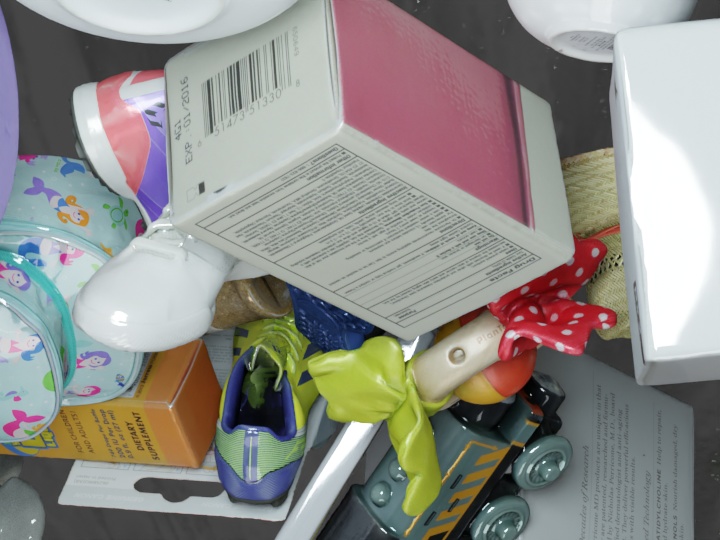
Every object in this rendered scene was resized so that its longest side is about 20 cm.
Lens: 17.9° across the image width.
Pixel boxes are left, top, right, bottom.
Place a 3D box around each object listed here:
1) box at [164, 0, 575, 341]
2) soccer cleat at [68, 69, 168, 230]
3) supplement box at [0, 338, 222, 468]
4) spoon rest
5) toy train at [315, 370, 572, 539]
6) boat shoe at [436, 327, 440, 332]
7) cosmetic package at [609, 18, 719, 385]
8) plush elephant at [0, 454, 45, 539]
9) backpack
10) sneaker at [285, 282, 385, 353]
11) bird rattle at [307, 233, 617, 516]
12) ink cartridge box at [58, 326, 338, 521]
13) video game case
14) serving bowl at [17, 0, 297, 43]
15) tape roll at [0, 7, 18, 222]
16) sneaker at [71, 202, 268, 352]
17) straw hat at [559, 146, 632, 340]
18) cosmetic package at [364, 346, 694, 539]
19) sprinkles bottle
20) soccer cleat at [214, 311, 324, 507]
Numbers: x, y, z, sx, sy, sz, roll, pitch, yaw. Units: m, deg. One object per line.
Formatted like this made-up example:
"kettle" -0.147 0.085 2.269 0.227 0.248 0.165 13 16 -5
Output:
"box" 0.005 -0.060 1.256 0.127 0.110 0.199 -27 144 32
"soccer cleat" -0.104 -0.060 1.355 0.073 0.069 0.200 -17 154 11
"supplement box" -0.195 0.084 1.521 0.199 0.069 0.067 3 136 23
"spoon rest" 0.139 -0.150 1.136 0.099 0.061 0.200 11 169 -15
"toy train" 0.057 0.147 1.541 0.114 0.085 0.201 17 115 -44
"boat shoe" 0.078 0.028 1.521 0.071 0.068 0.200 -2 156 10
"cosmetic package" 0.232 -0.036 1.166 0.198 0.166 0.165 -5 172 5
"plush elephant" -0.340 0.178 1.811 0.164 0.156 0.200 16 154 -27
"backpack" -0.229 0.015 1.426 0.198 0.151 0.178 -2 133 0
"sneaker" 0.000 0.000 1.438 0.070 0.078 0.200 36 166 4
"bird rattle" 0.071 0.042 1.394 0.200 0.113 0.163 -43 172 13
"ink cartridge box" -0.101 0.108 1.564 0.161 0.201 0.057 2 134 13
"video game case" -0.009 0.126 1.552 0.023 0.201 0.182 32 178 3
"serving bowl" -0.105 -0.163 1.108 0.198 0.066 0.200 2 156 1
"tape roll" -0.254 -0.090 1.125 0.084 0.201 0.200 -6 155 22
"sneaker" -0.093 -0.026 1.283 0.075 0.200 0.089 22 122 20
"straw hat" 0.181 0.003 1.429 0.199 0.086 0.201 3 157 1
"cosmetic package" 0.126 0.164 1.707 0.167 0.168 0.199 -19 147 42
"sprinkles bottle" -0.134 0.018 1.526 0.199 0.069 0.068 -14 151 34
"soccer cleat" -0.057 0.066 1.499 0.064 0.201 0.084 4 130 2
